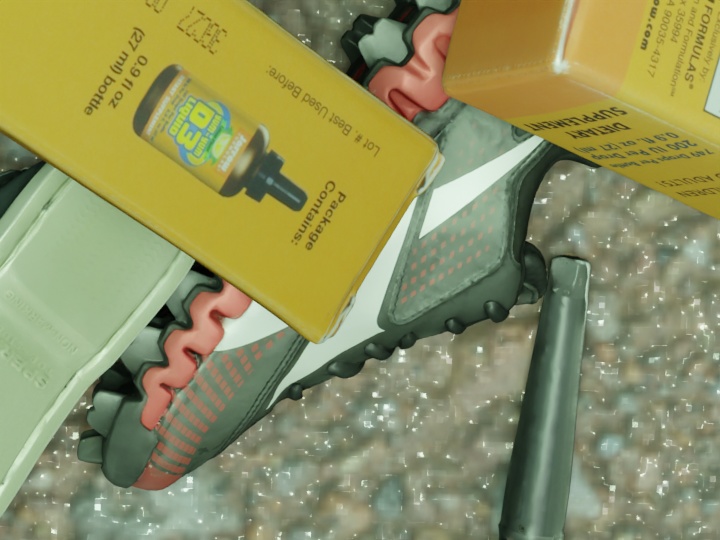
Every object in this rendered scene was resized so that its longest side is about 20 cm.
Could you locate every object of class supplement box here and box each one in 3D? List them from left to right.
[{"bbox_3d":[-0.071,-0.059,0.752,0.200,0.069,0.067,35,86,-35],"label":"supplement box"},{"bbox_3d":[0.127,-0.048,0.841,0.199,0.066,0.069,20,77,-26],"label":"supplement box"}]

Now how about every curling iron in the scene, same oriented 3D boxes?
[{"bbox_3d":[0.044,0.093,0.921,0.049,0.026,0.201,13,100,-12],"label":"curling iron"}]

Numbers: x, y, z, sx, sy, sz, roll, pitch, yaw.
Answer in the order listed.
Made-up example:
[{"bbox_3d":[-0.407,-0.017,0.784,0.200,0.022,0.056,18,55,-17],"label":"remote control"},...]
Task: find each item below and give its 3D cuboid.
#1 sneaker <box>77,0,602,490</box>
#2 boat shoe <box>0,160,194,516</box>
[{"bbox_3d":[0.000,0.000,0.873,0.098,0.071,0.201,40,93,-10],"label":"sneaker"},{"bbox_3d":[-0.130,0.033,0.828,0.074,0.066,0.200,44,78,-23],"label":"boat shoe"}]
